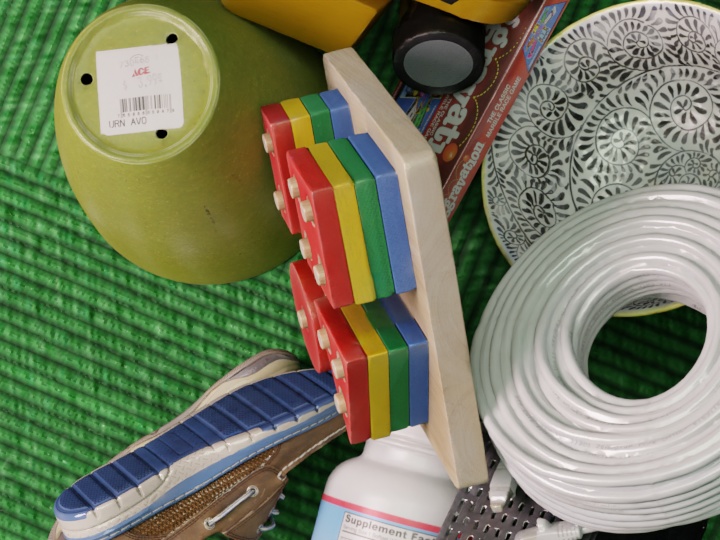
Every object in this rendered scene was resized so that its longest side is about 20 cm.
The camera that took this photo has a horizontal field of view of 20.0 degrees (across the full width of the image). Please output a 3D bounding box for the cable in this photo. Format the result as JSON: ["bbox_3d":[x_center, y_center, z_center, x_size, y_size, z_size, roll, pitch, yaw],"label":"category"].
[{"bbox_3d":[0.156,0.045,1.113,0.200,0.069,0.200,-10,57,23],"label":"cable"}]

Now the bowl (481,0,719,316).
[{"bbox_3d":[0.183,-0.056,1.244,0.200,0.094,0.201,-9,69,24],"label":"bowl"}]

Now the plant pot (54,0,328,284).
[{"bbox_3d":[-0.110,-0.094,1.242,0.187,0.200,0.187,-1,84,6],"label":"plant pot"}]

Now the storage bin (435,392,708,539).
[{"bbox_3d":[0.116,0.176,1.190,0.094,0.135,0.200,16,71,35],"label":"storage bin"}]

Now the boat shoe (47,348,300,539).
[{"bbox_3d":[-0.108,0.132,1.282,0.200,0.074,0.073,-38,81,3],"label":"boat shoe"}]

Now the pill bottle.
[{"bbox_3d":[0.021,0.182,1.243,0.109,0.109,0.200,14,85,8],"label":"pill bottle"}]

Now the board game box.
[{"bbox_3d":[0.060,-0.113,1.281,0.019,0.103,0.200,30,87,-35],"label":"board game box"}]

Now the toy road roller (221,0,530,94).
[{"bbox_3d":[0.019,-0.212,1.216,0.200,0.146,0.123,18,51,-17],"label":"toy road roller"}]

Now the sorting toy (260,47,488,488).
[{"bbox_3d":[0.000,0.000,1.157,0.069,0.200,0.199,-14,115,-8],"label":"sorting toy"}]

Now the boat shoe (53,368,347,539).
[{"bbox_3d":[-0.084,0.126,1.227,0.200,0.072,0.072,-25,113,-14],"label":"boat shoe"}]
